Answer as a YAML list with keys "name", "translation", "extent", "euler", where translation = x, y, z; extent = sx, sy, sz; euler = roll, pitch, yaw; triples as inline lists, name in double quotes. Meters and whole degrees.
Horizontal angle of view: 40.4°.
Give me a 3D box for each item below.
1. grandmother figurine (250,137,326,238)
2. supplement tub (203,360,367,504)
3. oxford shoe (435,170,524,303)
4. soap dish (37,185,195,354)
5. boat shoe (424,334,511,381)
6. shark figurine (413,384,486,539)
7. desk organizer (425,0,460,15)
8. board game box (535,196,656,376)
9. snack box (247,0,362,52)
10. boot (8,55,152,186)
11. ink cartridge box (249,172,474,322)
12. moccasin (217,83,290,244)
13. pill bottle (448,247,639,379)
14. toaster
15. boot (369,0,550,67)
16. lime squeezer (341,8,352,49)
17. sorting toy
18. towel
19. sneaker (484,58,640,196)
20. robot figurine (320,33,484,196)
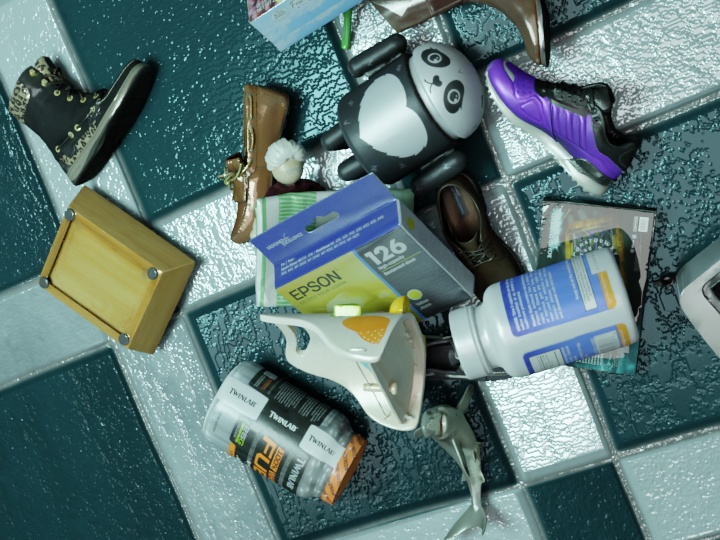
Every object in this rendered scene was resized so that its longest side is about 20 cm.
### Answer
- name: "grandmother figurine"
  translation: [-0.083, -0.071, 1.235]
  extent: [0.060, 0.121, 0.203]
  euler: [20, 127, 41]
- name: "supplement tub"
  translation: [-0.098, 0.217, 1.295]
  extent: [0.198, 0.122, 0.124]
  euler: [28, 109, 11]
- name: "oxford shoe"
  translation: [0.140, -0.021, 1.183]
  extent: [0.072, 0.084, 0.202]
  euler: [-28, 94, 19]
- name: "soap dish"
  translation: [-0.343, 0.003, 1.354]
  extent: [0.199, 0.081, 0.159]
  euler: [33, 110, 10]
- name: "boat shoe"
  translation: [0.127, 0.112, 1.215]
  extent: [0.198, 0.063, 0.074]
  euler: [-5, 103, 28]
- name: "shark figurine"
  translation: [0.111, 0.236, 1.258]
  extent: [0.088, 0.129, 0.216]
  euler: [-5, 123, 27]
- name: "desk organizer"
  translation: [0.148, -0.363, 1.055]
  extent: [0.198, 0.077, 0.073]
  euler: [-24, 80, 10]
- name: "board game box"
  translation: [0.275, 0.019, 1.175]
  extent: [0.133, 0.028, 0.203]
  euler: [8, 105, 17]
- name: "snack box"
  translation: [-0.055, -0.378, 1.123]
  extent: [0.167, 0.068, 0.202]
  euler: [-26, 53, 23]
- name: "boot"
  translation: [-0.381, -0.234, 1.322]
  extent: [0.150, 0.073, 0.201]
  euler: [42, 117, 6]
- name: "ink cartridge box"
  translation: [0.000, 0.000, 1.152]
  extent: [0.196, 0.047, 0.200]
  euler: [-26, 130, 32]
- name: "moccasin"
  translation: [-0.144, -0.134, 1.249]
  extent: [0.077, 0.074, 0.204]
  euler: [8, 108, -16]
- name: "pill bottle"
  translation: [0.206, 0.056, 1.117]
  extent: [0.198, 0.112, 0.113]
  euler: [-18, 96, 12]
- name: "toaster"
  translation: [0.454, 0.032, 1.069]
  extent: [0.200, 0.119, 0.181]
  euler: [-42, 86, 22]
- name: "boot"
  translation: [0.113, -0.303, 1.140]
  extent: [0.197, 0.064, 0.189]
  euler: [-13, 84, 18]
- name: "lime squeezer"
  translation: [0.002, -0.361, 1.160]
  extent: [0.037, 0.070, 0.202]
  euler: [26, 109, 30]
- name: "sorting toy"
  translation: [-0.024, 0.091, 1.159]
  extent: [0.178, 0.201, 0.108]
  euler: [7, 62, 20]
- name: "towel"
  translation: [-0.033, -0.025, 1.220]
  extent: [0.197, 0.023, 0.155]
  euler: [-2, 111, -8]
- name: "sneaker"
  translation: [0.236, -0.186, 1.111]
  extent: [0.200, 0.070, 0.100]
  euler: [42, 128, -3]
- name: "robot figurine"
  translation: [0.051, -0.181, 1.154]
  extent: [0.199, 0.126, 0.150]
  euler: [-29, 127, 22]
